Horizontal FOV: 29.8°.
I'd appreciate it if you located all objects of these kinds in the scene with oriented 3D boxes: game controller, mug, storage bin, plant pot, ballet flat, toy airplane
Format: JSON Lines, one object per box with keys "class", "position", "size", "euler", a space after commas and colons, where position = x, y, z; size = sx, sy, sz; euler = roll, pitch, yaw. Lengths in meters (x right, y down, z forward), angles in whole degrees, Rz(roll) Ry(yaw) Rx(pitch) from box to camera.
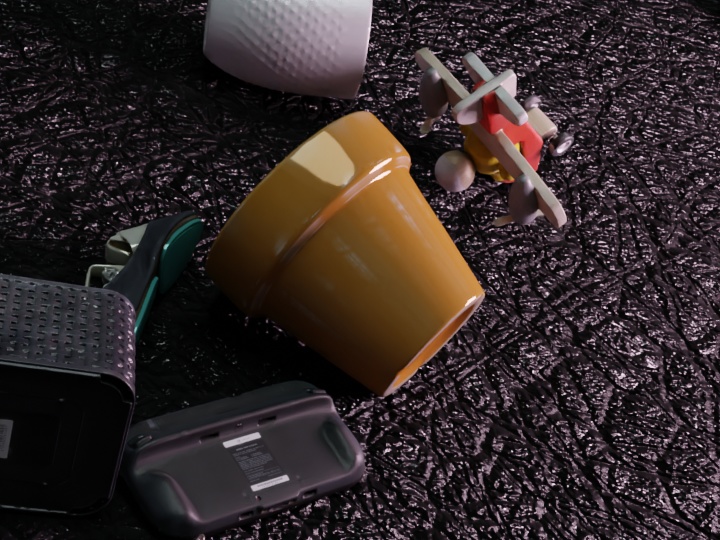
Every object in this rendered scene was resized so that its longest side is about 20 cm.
{"class": "game controller", "position": [-0.089, 0.143, 1.037], "size": [0.199, 0.042, 0.105], "euler": [-12, 60, -38]}
{"class": "mug", "position": [-0.081, -0.295, 1.497], "size": [0.173, 0.201, 0.148], "euler": [5, 41, -10]}
{"class": "storage bin", "position": [-0.262, 0.083, 0.935], "size": [0.198, 0.136, 0.094], "euler": [9, 35, -15]}
{"class": "plant pot", "position": [0.000, 0.000, 1.155], "size": [0.183, 0.201, 0.200], "euler": [46, 39, 10]}
{"class": "ballet flat", "position": [-0.193, 0.001, 1.148], "size": [0.072, 0.074, 0.201], "euler": [20, 36, 1]}
{"class": "toy airplane", "position": [0.133, -0.140, 1.443], "size": [0.199, 0.141, 0.200], "euler": [44, 12, -21]}

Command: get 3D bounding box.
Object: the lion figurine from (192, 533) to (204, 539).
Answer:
{"class": "lion figurine", "position": [-0.109, 0.257, 0.828], "size": [0.123, 0.072, 0.200], "euler": [56, 28, -7]}
